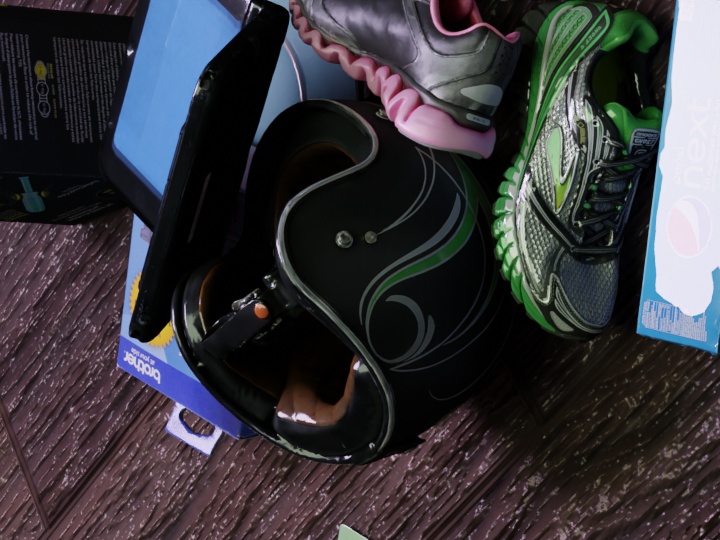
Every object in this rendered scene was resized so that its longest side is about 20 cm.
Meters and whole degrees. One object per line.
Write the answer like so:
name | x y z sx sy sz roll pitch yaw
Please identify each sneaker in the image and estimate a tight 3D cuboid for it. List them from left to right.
sneaker | 0.031 -0.148 1.503 0.200 0.079 0.095 44 118 44
sneaker | 0.129 -0.058 1.453 0.085 0.078 0.200 0 89 49

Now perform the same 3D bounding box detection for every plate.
plate | -0.073 -0.106 1.737 0.200 0.026 0.200 0 90 50

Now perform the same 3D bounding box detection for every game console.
game console | -0.128 -0.088 1.571 0.116 0.176 0.200 23 122 8

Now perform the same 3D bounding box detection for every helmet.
helmet | 0.000 0.000 1.520 0.200 0.191 0.200 22 138 21

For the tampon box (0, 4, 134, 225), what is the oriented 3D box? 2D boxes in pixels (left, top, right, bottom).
tampon box | -0.252 -0.111 1.816 0.150 0.200 0.126 -17 76 47

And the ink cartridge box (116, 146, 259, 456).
ink cartridge box | -0.090 0.022 1.696 0.136 0.076 0.200 26 119 41

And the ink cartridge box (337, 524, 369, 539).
ink cartridge box | 0.022 0.263 1.601 0.200 0.048 0.146 25 109 45

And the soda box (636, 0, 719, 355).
soda box | 0.206 -0.057 1.368 0.064 0.068 0.200 15 101 50
